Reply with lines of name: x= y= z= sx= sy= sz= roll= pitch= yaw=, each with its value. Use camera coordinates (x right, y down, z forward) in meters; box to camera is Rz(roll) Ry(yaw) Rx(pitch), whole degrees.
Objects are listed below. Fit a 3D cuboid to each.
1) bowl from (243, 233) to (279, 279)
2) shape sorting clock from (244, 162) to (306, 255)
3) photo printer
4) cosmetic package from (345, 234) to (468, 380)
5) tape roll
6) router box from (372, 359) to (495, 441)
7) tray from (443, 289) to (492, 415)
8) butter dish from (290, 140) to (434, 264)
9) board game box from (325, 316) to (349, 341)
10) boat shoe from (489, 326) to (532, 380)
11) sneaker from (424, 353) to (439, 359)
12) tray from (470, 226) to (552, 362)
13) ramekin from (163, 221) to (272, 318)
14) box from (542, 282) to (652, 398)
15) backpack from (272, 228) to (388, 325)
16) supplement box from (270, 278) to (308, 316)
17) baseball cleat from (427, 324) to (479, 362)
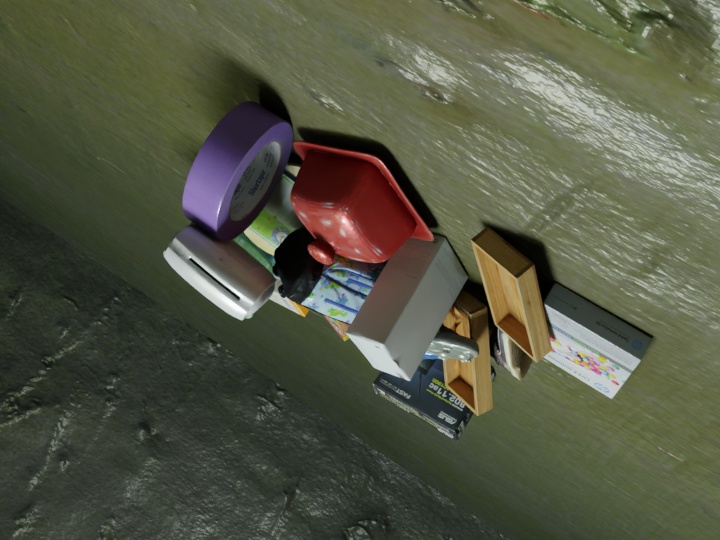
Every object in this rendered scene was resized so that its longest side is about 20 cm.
bowl: x=-0.174 y=-0.082 z=1.702 sx=0.199 sy=0.106 sz=0.201 roll=32 pitch=163 yaw=11
shape sorting clock: x=-0.114 y=-0.096 z=1.537 sx=0.196 sy=0.040 sz=0.203 roll=8 pitch=130 yaw=10
photo printer: x=-0.211 y=-0.001 z=1.408 sx=0.166 sy=0.070 sz=0.200 roll=39 pitch=-175 yaw=-3
cosmetic package: x=0.074 y=0.052 z=1.421 sx=0.080 sy=0.201 sz=0.113 roll=17 pitch=154 yaw=39
tape roll: x=-0.180 y=-0.147 z=1.378 sx=0.065 sy=0.202 sz=0.201 roll=30 pitch=163 yaw=11
router box: x=0.144 y=0.218 z=1.820 sx=0.198 sy=0.151 sz=0.062 roll=27 pitch=161 yaw=23
tray: x=0.174 y=0.129 z=1.531 sx=0.099 sy=0.037 sz=0.203 roll=40 pitch=144 yaw=52
butter dish: x=-0.024 y=-0.076 z=1.363 sx=0.198 sy=0.149 sz=0.200 roll=18 pitch=156 yaw=44
board game box: x=-0.063 y=0.050 z=1.716 sx=0.096 sy=0.030 sz=0.201 roll=49 pitch=165 yaw=29
boat shoe: x=0.241 y=0.123 z=1.524 sx=0.064 sy=0.073 sz=0.200 roll=21 pitch=164 yaw=25
sneaker: x=0.122 y=0.123 z=1.648 sx=0.196 sy=0.078 sz=0.111 roll=8 pitch=168 yaw=-19
tray: x=0.218 y=0.036 z=1.315 sx=0.099 sy=0.037 sz=0.201 roll=45 pitch=166 yaw=40
ramekin: x=-0.253 y=-0.011 z=1.695 sx=0.198 sy=0.098 sz=0.201 roll=32 pitch=163 yaw=11
box: x=0.331 y=0.107 z=1.363 sx=0.154 sy=0.041 sz=0.201 roll=32 pitch=164 yaw=14
backpack: x=-0.024 y=0.015 z=1.493 sx=0.199 sy=0.154 sz=0.164 roll=39 pitch=-167 yaw=-27
supplement box: x=-0.161 y=-0.010 z=1.836 sx=0.198 sy=0.127 sz=0.074 roll=25 pitch=163 yaw=32
baseball cleat: x=0.112 y=0.087 z=1.493 sx=0.197 sy=0.108 sz=0.070 roll=7 pitch=155 yaw=36
